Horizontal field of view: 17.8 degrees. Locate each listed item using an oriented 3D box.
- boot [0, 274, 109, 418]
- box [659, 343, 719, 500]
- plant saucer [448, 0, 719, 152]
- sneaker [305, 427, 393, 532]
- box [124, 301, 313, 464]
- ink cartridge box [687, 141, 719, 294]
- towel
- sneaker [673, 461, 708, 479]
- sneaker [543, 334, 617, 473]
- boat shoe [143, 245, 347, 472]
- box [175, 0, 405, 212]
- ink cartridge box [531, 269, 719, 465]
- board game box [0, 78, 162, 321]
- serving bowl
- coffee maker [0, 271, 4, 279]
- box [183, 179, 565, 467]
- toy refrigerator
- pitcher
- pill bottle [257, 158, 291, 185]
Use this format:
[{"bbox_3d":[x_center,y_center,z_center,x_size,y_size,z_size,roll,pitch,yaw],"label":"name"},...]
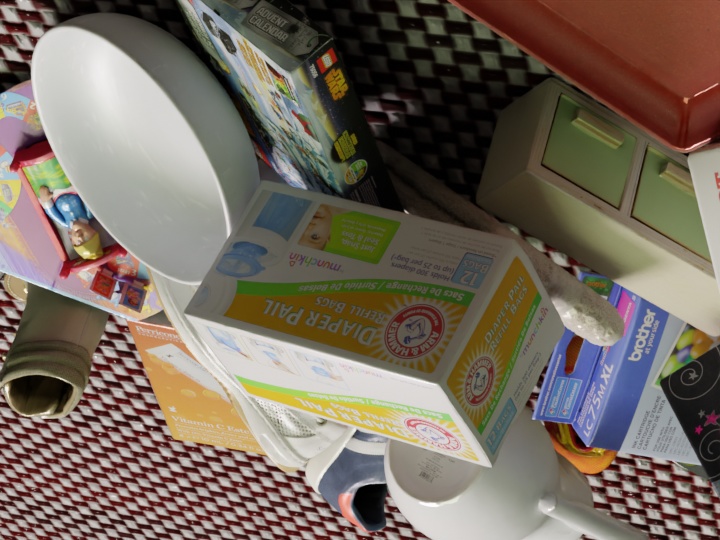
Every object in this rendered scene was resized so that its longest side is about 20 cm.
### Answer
[{"bbox_3d":[-0.245,0.040,1.794,0.072,0.155,0.200,25,157,-23],"label":"boot"},{"bbox_3d":[0.321,0.086,1.514,0.200,0.115,0.132,-34,139,10],"label":"box"},{"bbox_3d":[0.182,-0.160,1.336,0.200,0.037,0.199,31,149,-23],"label":"plant saucer"},{"bbox_3d":[0.036,0.125,1.802,0.085,0.075,0.200,49,129,25],"label":"sneaker"},{"bbox_3d":[-0.095,0.056,1.805,0.124,0.098,0.200,9,150,14],"label":"box"},{"bbox_3d":[0.311,-0.024,1.378,0.200,0.147,0.084,-12,-176,41],"label":"ink cartridge box"},{"bbox_3d":[0.082,-0.019,1.536,0.132,0.035,0.200,33,-177,-32],"label":"towel"},{"bbox_3d":[0.250,0.112,1.703,0.074,0.085,0.200,-41,130,5],"label":"sneaker"},{"bbox_3d":[0.170,0.115,1.786,0.073,0.077,0.200,9,152,11],"label":"sneaker"},{"bbox_3d":[-0.080,0.049,1.653,0.069,0.071,0.200,-32,109,11],"label":"boat shoe"},{"bbox_3d":[-0.047,-0.111,1.474,0.137,0.040,0.200,41,166,33],"label":"box"},{"bbox_3d":[0.229,0.074,1.600,0.199,0.042,0.120,11,110,-18],"label":"ink cartridge box"},{"bbox_3d":[-0.200,-0.044,1.654,0.199,0.039,0.158,21,114,-7],"label":"board game box"},{"bbox_3d":[-0.133,-0.091,1.548,0.200,0.066,0.200,37,148,28],"label":"serving bowl"},{"bbox_3d":[-0.360,-0.008,1.729,0.192,0.201,0.135,31,148,-24],"label":"coffee maker"},{"bbox_3d":[0.009,0.032,1.448,0.199,0.113,0.101,13,153,33],"label":"box"},{"bbox_3d":[0.181,-0.040,1.506,0.200,0.076,0.070,29,150,-19],"label":"toy refrigerator"},{"bbox_3d":[0.119,0.163,1.731,0.171,0.122,0.200,19,174,31],"label":"pitcher"},{"bbox_3d":[0.000,0.000,1.638,0.200,0.113,0.113,32,148,-24],"label":"pill bottle"}]
